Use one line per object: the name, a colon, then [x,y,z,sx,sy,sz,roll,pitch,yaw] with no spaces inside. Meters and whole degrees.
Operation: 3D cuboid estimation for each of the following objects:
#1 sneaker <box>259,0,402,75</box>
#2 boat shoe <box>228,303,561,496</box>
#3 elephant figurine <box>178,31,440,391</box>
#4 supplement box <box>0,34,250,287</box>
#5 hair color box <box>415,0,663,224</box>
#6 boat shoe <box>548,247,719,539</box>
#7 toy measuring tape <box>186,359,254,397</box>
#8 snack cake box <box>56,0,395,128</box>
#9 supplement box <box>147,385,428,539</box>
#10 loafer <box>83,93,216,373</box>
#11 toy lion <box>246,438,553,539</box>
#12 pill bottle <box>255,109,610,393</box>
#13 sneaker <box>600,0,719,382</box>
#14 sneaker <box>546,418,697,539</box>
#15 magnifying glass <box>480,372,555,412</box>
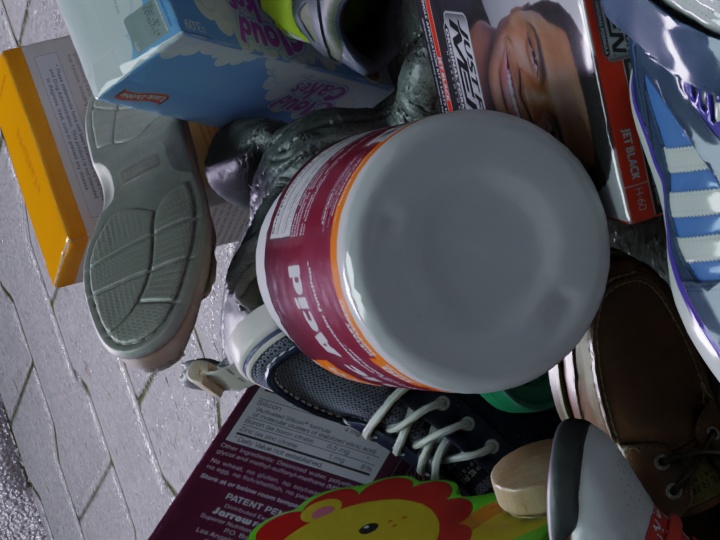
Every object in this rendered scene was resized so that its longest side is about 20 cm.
sneaker: [0.006,-0.187,1.285,0.081,0.074,0.200,43,141,36]
boat shoe: [0.031,0.066,1.262,0.075,0.200,0.093,-49,50,32]
elephant figurine: [-0.022,-0.029,1.383,0.141,0.155,0.200,24,145,38]
supplement box: [-0.099,-0.080,1.507,0.074,0.199,0.126,118,134,-63]
hair color box: [0.090,-0.085,1.122,0.200,0.061,0.102,-161,56,-70]
boat shoe: [0.139,0.084,1.129,0.068,0.072,0.201,29,143,62]
toy measuring tape: [0.000,0.000,1.314,0.074,0.199,0.074,55,-159,-34]
snack cake box: [-0.077,-0.141,1.400,0.067,0.200,0.115,-34,68,26]
supplement box: [-0.044,0.164,1.335,0.103,0.200,0.131,17,136,18]
loafer: [-0.104,-0.023,1.373,0.063,0.072,0.200,52,-158,-45]
toy lion: [0.012,0.150,1.166,0.200,0.191,0.069,-67,-39,-63]
pill bottle: [0.022,-0.006,1.119,0.200,0.114,0.115,175,79,-75]
sneaker: [0.150,-0.048,0.921,0.147,0.080,0.201,93,161,-59]
sneaker: [0.147,0.146,1.074,0.067,0.108,0.202,-58,-43,-58]
magnifying glass: [0.071,-0.032,1.245,0.022,0.079,0.201,-9,88,44]
